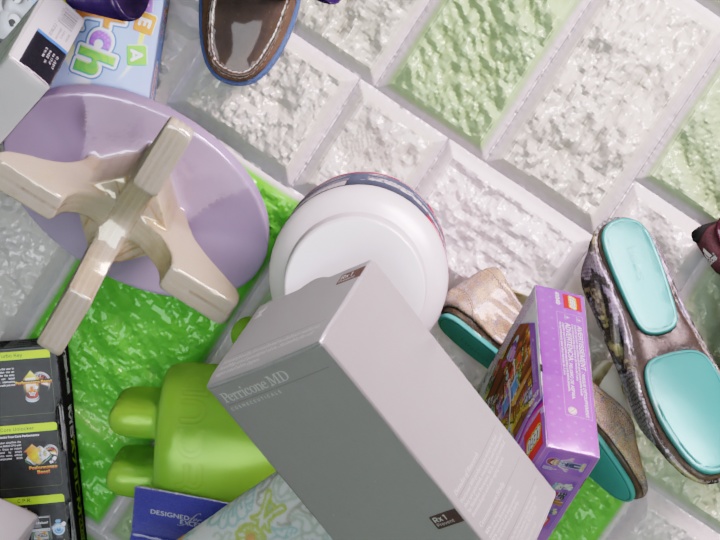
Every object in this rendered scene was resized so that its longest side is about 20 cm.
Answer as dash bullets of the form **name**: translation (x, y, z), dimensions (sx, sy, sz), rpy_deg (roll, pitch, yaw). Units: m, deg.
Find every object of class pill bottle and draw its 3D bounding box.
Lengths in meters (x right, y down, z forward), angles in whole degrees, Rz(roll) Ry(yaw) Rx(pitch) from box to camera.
- **pill bottle**: translation (0.000, 0.000, 1.337), dimensions (0.118, 0.200, 0.121), rpy_deg (0, 97, 2)

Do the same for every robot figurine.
- **robot figurine**: translation (-0.074, 0.125, 1.397), dimensions (0.198, 0.116, 0.177), rpy_deg (3, 98, 1)

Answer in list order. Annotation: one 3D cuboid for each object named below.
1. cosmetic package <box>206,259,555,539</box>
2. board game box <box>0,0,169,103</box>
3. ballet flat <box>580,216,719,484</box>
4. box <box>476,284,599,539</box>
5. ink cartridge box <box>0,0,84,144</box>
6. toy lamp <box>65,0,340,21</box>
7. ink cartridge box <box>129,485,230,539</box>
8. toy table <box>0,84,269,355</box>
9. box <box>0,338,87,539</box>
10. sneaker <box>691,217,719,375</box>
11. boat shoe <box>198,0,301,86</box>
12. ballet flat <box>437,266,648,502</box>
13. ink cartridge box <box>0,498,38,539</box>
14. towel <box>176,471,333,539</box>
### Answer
- **cosmetic package**: translation (0.014, 0.102, 1.209), dimensions (0.106, 0.090, 0.200), rpy_deg (-25, 115, 41)
- **board game box**: translation (-0.232, -0.198, 1.403), dimensions (0.198, 0.037, 0.153), rpy_deg (10, 97, 0)
- **ballet flat**: translation (0.203, 0.062, 1.380), dimensions (0.071, 0.072, 0.202), rpy_deg (-20, 66, 4)
- **box**: translation (0.100, 0.128, 1.336), dimensions (0.039, 0.138, 0.201), rpy_deg (13, 135, -12)
- **ink cartridge box**: translation (-0.267, -0.094, 1.358), dimensions (0.039, 0.100, 0.200), rpy_deg (39, 121, -18)
- **toy lamp**: translation (-0.107, -0.195, 1.327), dimensions (0.198, 0.058, 0.059), rpy_deg (0, 98, 26)
- **ink cartridge box**: translation (-0.071, 0.245, 1.396), dimensions (0.196, 0.047, 0.201), rpy_deg (11, 136, 2)
- **toy table**: translation (-0.157, -0.038, 1.362), dimensions (0.198, 0.117, 0.185), rpy_deg (20, 111, -6)
- **box**: translation (-0.301, 0.152, 1.444), dimensions (0.198, 0.048, 0.195), rpy_deg (-5, 95, 3)
- **sneaker**: translation (0.263, 0.028, 1.404), dimensions (0.115, 0.076, 0.201), rpy_deg (36, 86, 2)
- **boat shoe**: translation (-0.070, -0.225, 1.376), dimensions (0.072, 0.072, 0.202), rpy_deg (13, 97, 0)
- **ballet flat**: translation (0.144, 0.074, 1.414), dimensions (0.200, 0.068, 0.067), rpy_deg (45, 69, -5)
- **ink cartridge box**: translation (-0.304, 0.247, 1.332), dimensions (0.083, 0.200, 0.177), rpy_deg (25, 98, -1)
- **towel**: translation (-0.025, 0.224, 1.320), dimensions (0.171, 0.048, 0.200), rpy_deg (-37, 109, 21)
